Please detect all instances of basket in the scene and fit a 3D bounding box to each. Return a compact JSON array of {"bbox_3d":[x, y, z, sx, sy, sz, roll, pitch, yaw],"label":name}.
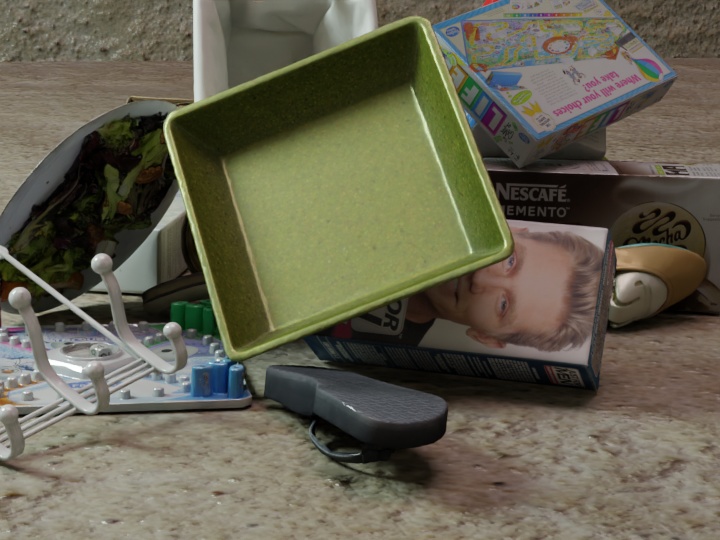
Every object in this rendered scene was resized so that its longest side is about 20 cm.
[{"bbox_3d":[-0.061,-0.122,1.264,0.135,0.200,0.123,-1,-8,-10],"label":"basket"}]

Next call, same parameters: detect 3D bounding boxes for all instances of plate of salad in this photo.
[{"bbox_3d":[-0.193,-0.039,1.244,0.048,0.200,0.200,41,30,21],"label":"plate of salad"}]

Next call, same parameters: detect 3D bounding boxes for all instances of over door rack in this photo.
[{"bbox_3d":[-0.227,0.031,1.028,0.200,0.067,0.148,24,33,32],"label":"over door rack"}]

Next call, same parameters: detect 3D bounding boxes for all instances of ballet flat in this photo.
[{"bbox_3d":[0.173,0.020,1.294,0.200,0.069,0.063,-2,41,-5],"label":"ballet flat"}]

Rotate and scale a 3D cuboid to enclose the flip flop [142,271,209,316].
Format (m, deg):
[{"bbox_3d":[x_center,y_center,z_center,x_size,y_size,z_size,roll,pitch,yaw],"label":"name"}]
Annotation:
[{"bbox_3d":[-0.069,0.017,1.266,0.200,0.058,0.081,-12,-3,13],"label":"flip flop"}]

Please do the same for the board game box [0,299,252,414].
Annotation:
[{"bbox_3d":[-0.184,0.055,1.139,0.200,0.026,0.200,-1,13,-10],"label":"board game box"}]

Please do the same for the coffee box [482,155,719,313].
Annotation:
[{"bbox_3d":[0.193,-0.031,1.370,0.200,0.113,0.080,3,13,4],"label":"coffee box"}]

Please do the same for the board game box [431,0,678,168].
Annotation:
[{"bbox_3d":[0.157,-0.171,1.402,0.200,0.034,0.134,-26,67,-41],"label":"board game box"}]

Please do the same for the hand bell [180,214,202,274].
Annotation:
[{"bbox_3d":[-0.112,-0.057,1.424,0.104,0.104,0.200,-1,18,-12],"label":"hand bell"}]

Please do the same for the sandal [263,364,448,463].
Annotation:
[{"bbox_3d":[-0.003,0.088,0.999,0.076,0.043,0.200,5,1,-17],"label":"sandal"}]

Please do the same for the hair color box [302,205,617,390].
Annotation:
[{"bbox_3d":[0.067,0.017,1.141,0.200,0.100,0.061,5,-20,16],"label":"hair color box"}]

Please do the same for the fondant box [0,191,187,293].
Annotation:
[{"bbox_3d":[-0.219,-0.031,1.450,0.144,0.058,0.200,3,12,7],"label":"fondant box"}]

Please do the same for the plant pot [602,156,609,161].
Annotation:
[{"bbox_3d":[0.122,-0.090,1.544,0.200,0.187,0.187,23,19,16],"label":"plant pot"}]

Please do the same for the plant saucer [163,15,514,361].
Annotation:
[{"bbox_3d":[-0.015,-0.050,1.131,0.199,0.200,0.048,-21,-27,5],"label":"plant saucer"}]

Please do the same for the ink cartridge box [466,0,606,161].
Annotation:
[{"bbox_3d":[0.150,-0.168,1.468,0.116,0.067,0.200,19,46,-13],"label":"ink cartridge box"}]

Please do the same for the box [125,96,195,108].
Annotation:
[{"bbox_3d":[-0.120,-0.093,1.537,0.163,0.021,0.200,3,-27,6],"label":"box"}]
